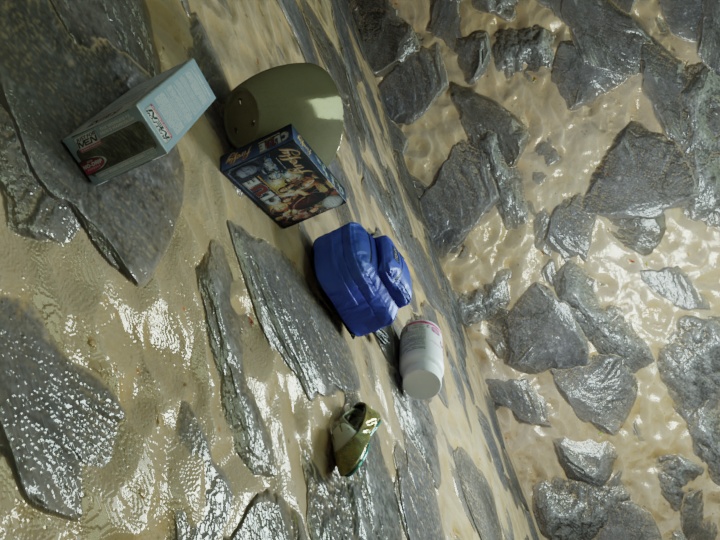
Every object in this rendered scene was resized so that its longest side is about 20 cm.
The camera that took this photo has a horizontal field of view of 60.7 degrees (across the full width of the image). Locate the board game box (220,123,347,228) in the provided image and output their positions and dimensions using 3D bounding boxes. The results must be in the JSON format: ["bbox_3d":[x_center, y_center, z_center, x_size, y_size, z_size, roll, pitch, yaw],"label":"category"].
[{"bbox_3d":[-0.125,-0.153,1.047,0.200,0.135,0.035,44,29,-55],"label":"board game box"}]

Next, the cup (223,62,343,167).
[{"bbox_3d":[-0.149,-0.259,1.056,0.143,0.200,0.201,-11,79,-45],"label":"cup"}]

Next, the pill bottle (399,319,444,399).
[{"bbox_3d":[0.155,0.225,1.562,0.200,0.113,0.114,-82,148,-58],"label":"pill bottle"}]

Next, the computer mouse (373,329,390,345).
[{"bbox_3d":[0.017,0.067,1.434,0.140,0.046,0.201,47,32,-45],"label":"computer mouse"}]

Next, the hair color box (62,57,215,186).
[{"bbox_3d":[-0.251,-0.181,0.726,0.200,0.098,0.061,-83,149,-58],"label":"hair color box"}]

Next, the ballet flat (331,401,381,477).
[{"bbox_3d":[-0.014,0.278,1.040,0.200,0.070,0.071,-37,106,-73],"label":"ballet flat"}]

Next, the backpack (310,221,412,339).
[{"bbox_3d":[0.000,0.000,1.231,0.200,0.167,0.163,52,17,-37],"label":"backpack"}]
